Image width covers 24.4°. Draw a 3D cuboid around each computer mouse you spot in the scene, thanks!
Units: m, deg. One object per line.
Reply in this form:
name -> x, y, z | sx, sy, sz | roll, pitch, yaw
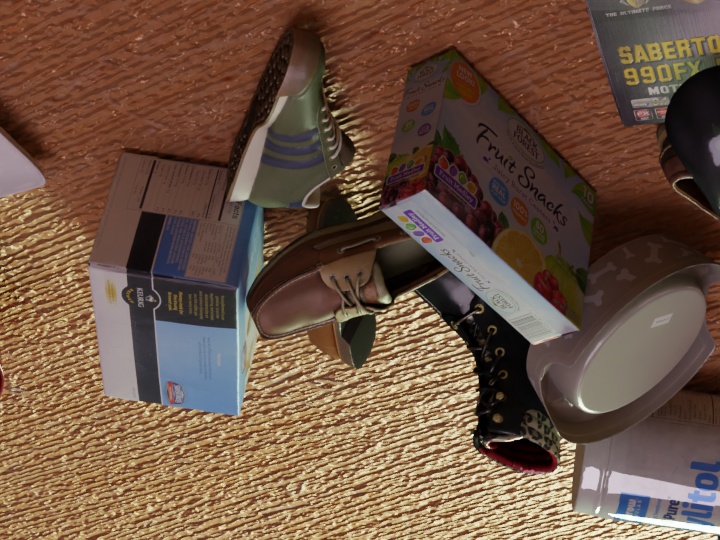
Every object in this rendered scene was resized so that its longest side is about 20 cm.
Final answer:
computer mouse -> 0.301, -0.072, 1.223 | 0.138, 0.053, 0.200 | -34, 127, 24

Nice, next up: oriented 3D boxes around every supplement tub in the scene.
supplement tub -> 0.305, 0.179, 1.573 | 0.198, 0.133, 0.132 | 7, 143, 4

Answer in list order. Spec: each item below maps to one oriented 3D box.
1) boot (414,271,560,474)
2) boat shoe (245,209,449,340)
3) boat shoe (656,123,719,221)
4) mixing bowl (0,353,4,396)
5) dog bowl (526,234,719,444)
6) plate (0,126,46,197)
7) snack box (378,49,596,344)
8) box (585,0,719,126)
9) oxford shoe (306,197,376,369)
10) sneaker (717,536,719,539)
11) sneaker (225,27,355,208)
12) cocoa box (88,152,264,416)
boot -> 0.112, 0.075, 1.468 | 0.203, 0.155, 0.073 | 32, 138, -26
boat shoe -> 0.000, 0.000, 1.395 | 0.199, 0.074, 0.076 | -29, 122, -5
boat shoe -> 0.315, -0.052, 1.327 | 0.199, 0.068, 0.072 | 28, 139, -21
mixing bowl -> -0.431, 0.050, 1.601 | 0.198, 0.109, 0.201 | 3, 142, 2
dog bowl -> 0.225, 0.054, 1.413 | 0.199, 0.059, 0.201 | -28, 145, -22
plate -> -0.399, -0.126, 1.438 | 0.198, 0.032, 0.200 | -12, 137, 28
snack box -> 0.105, -0.055, 1.313 | 0.053, 0.143, 0.200 | -21, 133, 36
box -> 0.269, -0.182, 1.187 | 0.198, 0.049, 0.159 | -5, 141, 19
oxford shoe -> -0.035, 0.010, 1.497 | 0.071, 0.071, 0.201 | 18, 140, 21
sneaker -> 0.430, 0.231, 1.669 | 0.077, 0.071, 0.200 | 9, 147, -11
sneaker -> -0.043, -0.116, 1.343 | 0.089, 0.068, 0.200 | 12, 143, -15
cocoa box -> -0.157, 0.015, 1.475 | 0.130, 0.134, 0.201 | 8, 143, 3
